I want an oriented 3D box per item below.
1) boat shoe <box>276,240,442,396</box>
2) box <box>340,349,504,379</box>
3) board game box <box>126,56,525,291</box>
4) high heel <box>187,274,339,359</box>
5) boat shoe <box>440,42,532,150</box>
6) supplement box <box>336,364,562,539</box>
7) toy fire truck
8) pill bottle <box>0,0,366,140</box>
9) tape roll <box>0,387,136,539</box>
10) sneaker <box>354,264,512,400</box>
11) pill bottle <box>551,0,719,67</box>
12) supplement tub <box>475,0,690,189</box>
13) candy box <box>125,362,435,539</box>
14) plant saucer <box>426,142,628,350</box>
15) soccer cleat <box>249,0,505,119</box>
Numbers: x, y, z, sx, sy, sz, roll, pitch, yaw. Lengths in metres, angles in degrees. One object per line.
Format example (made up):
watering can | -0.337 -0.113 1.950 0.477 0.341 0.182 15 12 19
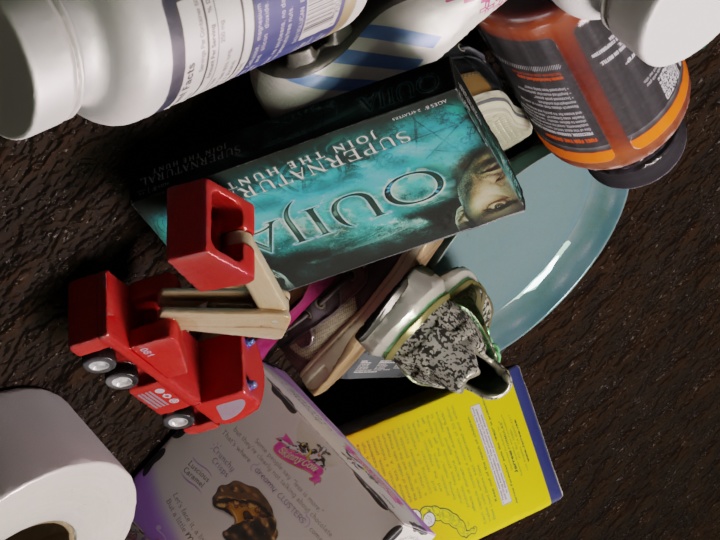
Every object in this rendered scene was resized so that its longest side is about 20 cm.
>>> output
boat shoe | 0.000 0.000 1.602 0.072 0.065 0.200 -47 174 -48
box | 0.068 0.001 1.759 0.199 0.051 0.158 -1 131 -56
board game box | -0.017 -0.046 1.442 0.199 0.028 0.135 -18 145 13
high heel | -0.064 0.011 1.544 0.096 0.067 0.201 -39 160 -38
boat shoe | 0.064 -0.102 1.580 0.074 0.063 0.200 -29 171 3
supplement box | 0.034 0.156 1.834 0.199 0.110 0.109 -19 180 -43
toy fire truck | -0.093 0.027 1.460 0.140 0.049 0.200 -17 148 23
pill bottle | -0.100 -0.137 1.212 0.199 0.111 0.111 -27 151 -32
tape roll | -0.237 0.169 1.527 0.202 0.071 0.203 -35 155 -20
sneaker | 0.059 0.052 1.584 0.077 0.089 0.200 -46 168 11
pill bottle | 0.117 -0.207 1.328 0.113 0.200 0.113 -34 154 -19
supplement tub | 0.140 -0.134 1.536 0.107 0.107 0.200 -41 139 -6
candy box | -0.078 0.188 1.686 0.200 0.168 0.071 -47 156 6
plant saucer | 0.102 -0.016 1.696 0.200 0.027 0.201 -33 150 -22
soccer cleat | 0.024 -0.143 1.440 0.199 0.070 0.087 -29 141 -14
